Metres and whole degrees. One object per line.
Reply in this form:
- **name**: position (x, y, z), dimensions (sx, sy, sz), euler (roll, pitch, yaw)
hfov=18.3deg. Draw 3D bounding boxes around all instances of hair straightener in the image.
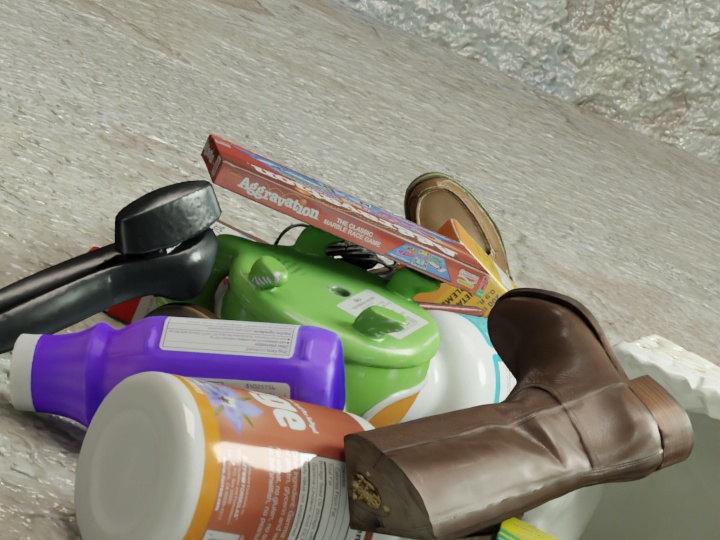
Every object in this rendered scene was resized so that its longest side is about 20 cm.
- **hair straightener**: position (0.000, 0.000, 1.613), dimensions (0.199, 0.078, 0.041), euler (1, -16, -31)

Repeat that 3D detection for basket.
- **basket**: position (0.211, 0.163, 1.398), dimensions (0.197, 0.201, 0.161), euler (27, 12, 10)

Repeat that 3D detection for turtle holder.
- **turtle holder**: position (-0.045, 0.050, 1.487), dimensions (0.184, 0.133, 0.141), euler (16, 22, -10)

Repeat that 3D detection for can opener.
- **can opener**: position (-0.177, 0.006, 1.436), dimensions (0.199, 0.079, 0.063), euler (-26, 19, -23)

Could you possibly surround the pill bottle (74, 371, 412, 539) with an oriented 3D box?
- **pill bottle**: position (-0.051, 0.127, 1.248), dimensions (0.199, 0.113, 0.112), euler (15, 17, -38)

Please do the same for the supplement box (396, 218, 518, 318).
- **supplement box**: position (0.117, 0.056, 1.749), dimensions (0.200, 0.066, 0.069), euler (45, 9, -19)

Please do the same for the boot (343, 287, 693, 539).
- **boot**: position (0.058, 0.081, 1.256), dimensions (0.199, 0.065, 0.186), euler (-16, 30, -27)

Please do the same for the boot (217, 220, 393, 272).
- **boot**: position (-0.063, -0.004, 1.794), dimensions (0.199, 0.065, 0.186), euler (21, 10, 5)

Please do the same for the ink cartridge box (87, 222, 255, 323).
- **ink cartridge box**: position (-0.110, 0.014, 1.643), dimensions (0.199, 0.068, 0.116), euler (26, 16, 0)

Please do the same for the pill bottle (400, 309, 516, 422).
- **pill bottle**: position (0.079, 0.088, 1.617), dimensions (0.199, 0.111, 0.111), euler (11, 20, -47)

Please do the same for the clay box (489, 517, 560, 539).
- **clay box**: position (0.141, 0.229, 1.206), dimensions (0.199, 0.116, 0.048), euler (26, 14, 3)

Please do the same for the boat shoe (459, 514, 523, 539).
- **boat shoe**: position (0.085, 0.147, 1.518), dimensions (0.072, 0.060, 0.200), euler (32, 15, 27)

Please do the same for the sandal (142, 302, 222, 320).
- **sandal**: position (-0.096, 0.089, 1.424), dimensions (0.054, 0.082, 0.200), euler (-12, 42, -33)

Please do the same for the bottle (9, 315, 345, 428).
- **bottle**: position (-0.110, 0.068, 1.343), dimensions (0.198, 0.084, 0.066), euler (3, 48, 7)

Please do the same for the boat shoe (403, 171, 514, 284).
- **boat shoe**: position (0.096, 0.015, 1.803), dimensions (0.201, 0.072, 0.068), euler (63, 4, -15)

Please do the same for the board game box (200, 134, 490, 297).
- **board game box**: position (-0.012, -0.038, 1.519), dimensions (0.199, 0.020, 0.103), euler (23, 10, -13)
